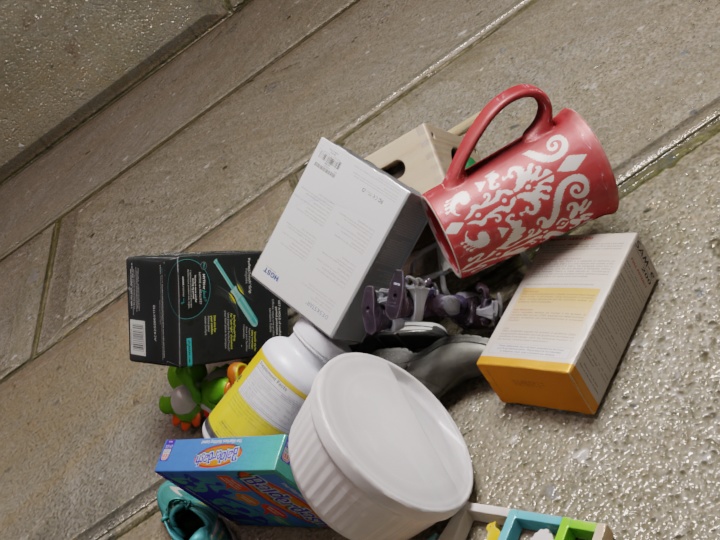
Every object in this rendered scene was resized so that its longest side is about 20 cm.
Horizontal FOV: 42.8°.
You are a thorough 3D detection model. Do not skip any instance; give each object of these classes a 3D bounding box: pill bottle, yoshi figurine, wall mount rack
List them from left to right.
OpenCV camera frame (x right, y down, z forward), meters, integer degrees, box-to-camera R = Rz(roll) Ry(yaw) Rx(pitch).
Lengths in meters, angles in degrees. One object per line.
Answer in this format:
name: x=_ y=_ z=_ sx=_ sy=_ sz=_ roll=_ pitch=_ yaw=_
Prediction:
yoshi figurine: x=-0.222 y=0.159 z=1.340 sx=0.198 sy=0.113 sz=0.113 roll=-16 pitch=29 yaw=35
pill bottle: x=-0.101 y=0.157 z=1.161 sx=0.201 sy=0.112 sz=0.112 roll=-51 pitch=30 yaw=6
wall mount rack: x=0.165 y=-0.037 z=1.228 sx=0.198 sy=0.075 sz=0.175 roll=-25 pitch=36 yaw=20

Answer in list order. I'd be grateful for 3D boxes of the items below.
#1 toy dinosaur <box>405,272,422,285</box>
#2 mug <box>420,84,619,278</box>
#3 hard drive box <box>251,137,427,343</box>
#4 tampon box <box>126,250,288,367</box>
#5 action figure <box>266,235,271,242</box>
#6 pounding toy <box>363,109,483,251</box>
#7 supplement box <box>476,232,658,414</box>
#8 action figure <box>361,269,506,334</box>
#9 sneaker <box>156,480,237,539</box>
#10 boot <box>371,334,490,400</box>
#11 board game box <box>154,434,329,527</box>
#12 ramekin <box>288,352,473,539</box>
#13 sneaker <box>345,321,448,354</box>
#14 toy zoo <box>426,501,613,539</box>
toy dinosaur: x=0.000 y=0.000 z=1.247 sx=0.048 sy=0.088 sz=0.199 roll=-55 pitch=32 yaw=-14
mug: x=0.170 y=-0.102 z=1.068 sx=0.198 sy=0.180 sz=0.133 roll=-27 pitch=-3 yaw=-1
hard drive box: x=-0.024 y=-0.038 z=1.145 sx=0.155 sy=0.076 sz=0.202 roll=35 pitch=101 yaw=30
tampon box: x=-0.216 y=0.050 z=1.313 sx=0.125 sy=0.153 sz=0.198 roll=1 pitch=3 yaw=43
action figure: x=-0.127 y=0.007 z=1.443 sx=0.198 sy=0.103 sz=0.119 roll=-25 pitch=21 yaw=23
pounding toy: x=0.092 y=-0.132 z=1.241 sx=0.198 sy=0.183 sz=0.144 roll=-27 pitch=74 yaw=28
supplement box: x=0.233 y=0.054 z=1.024 sx=0.125 sy=0.074 sz=0.201 roll=0 pitch=47 yaw=47
action figure: x=0.100 y=0.040 z=1.077 sx=0.129 sy=0.198 sz=0.071 roll=-7 pitch=82 yaw=50
sneaker: x=-0.212 y=0.307 z=1.149 sx=0.078 sy=0.080 sz=0.199 roll=-47 pitch=30 yaw=-12
boot: x=0.082 y=0.155 z=1.080 sx=0.198 sy=0.068 sz=0.132 roll=-14 pitch=50 yaw=34
board game box: x=-0.117 y=0.245 z=1.059 sx=0.198 sy=0.152 sz=0.045 roll=-11 pitch=47 yaw=38
ramekin: x=0.015 y=0.192 z=0.959 sx=0.094 sy=0.201 sz=0.204 roll=-50 pitch=23 yaw=28
sneaker: x=0.040 y=0.068 z=1.207 sx=0.198 sy=0.076 sz=0.116 roll=-13 pitch=40 yaw=40
toy zoo: x=0.130 y=0.288 z=0.872 sx=0.198 sy=0.021 sz=0.132 roll=-5 pitch=44 yaw=44
